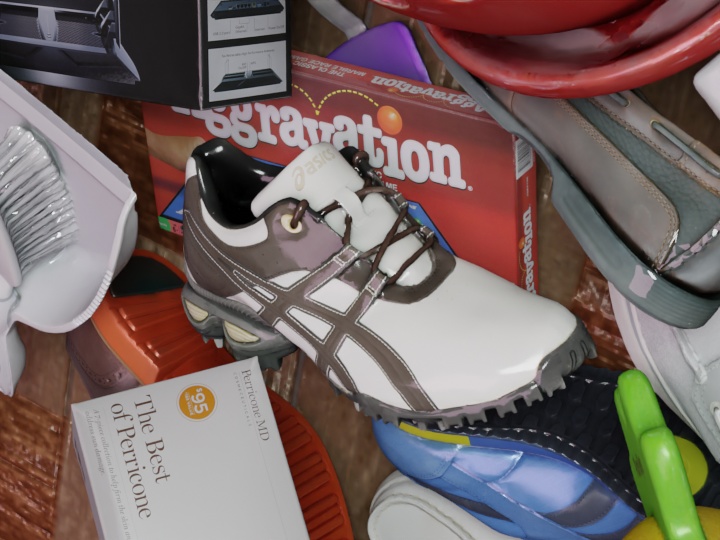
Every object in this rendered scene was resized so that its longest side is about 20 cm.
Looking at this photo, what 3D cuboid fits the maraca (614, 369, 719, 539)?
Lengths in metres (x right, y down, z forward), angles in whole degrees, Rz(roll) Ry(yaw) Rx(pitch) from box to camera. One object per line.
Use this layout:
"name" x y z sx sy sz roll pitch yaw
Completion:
"maraca" 0.123 0.134 0.659 0.106 0.137 0.202 -16 79 0

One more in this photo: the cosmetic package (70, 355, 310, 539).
"cosmetic package" -0.053 0.142 0.745 0.051 0.082 0.202 110 145 -66

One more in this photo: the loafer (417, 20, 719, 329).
"loafer" 0.086 -0.068 0.695 0.063 0.071 0.201 -52 51 27

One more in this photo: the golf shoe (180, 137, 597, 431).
"golf shoe" 0.000 0.000 0.756 0.198 0.078 0.095 12 127 33

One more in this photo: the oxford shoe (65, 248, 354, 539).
"oxford shoe" -0.072 0.088 0.895 0.201 0.071 0.073 57 133 14

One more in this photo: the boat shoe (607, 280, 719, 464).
"boat shoe" 0.158 0.057 0.695 0.069 0.071 0.202 133 115 -75

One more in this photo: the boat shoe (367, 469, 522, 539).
"boat shoe" 0.069 0.173 0.828 0.200 0.069 0.071 46 129 11

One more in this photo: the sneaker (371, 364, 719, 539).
"sneaker" 0.097 0.086 0.787 0.198 0.066 0.079 17 144 22

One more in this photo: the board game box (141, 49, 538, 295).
"board game box" -0.013 -0.041 0.810 0.198 0.019 0.104 17 127 32

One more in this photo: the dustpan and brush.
"dustpan and brush" -0.160 -0.006 0.862 0.139 0.057 0.201 38 155 19

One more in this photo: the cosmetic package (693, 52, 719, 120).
"cosmetic package" 0.212 -0.102 0.598 0.074 0.101 0.200 52 129 5

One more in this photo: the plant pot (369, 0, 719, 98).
"plant pot" 0.050 -0.169 0.601 0.199 0.182 0.203 -17 59 30

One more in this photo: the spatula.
"spatula" -0.024 -0.129 0.790 0.056 0.021 0.201 -22 104 40

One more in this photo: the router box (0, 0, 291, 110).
"router box" -0.113 -0.157 0.787 0.199 0.052 0.159 14 110 44
